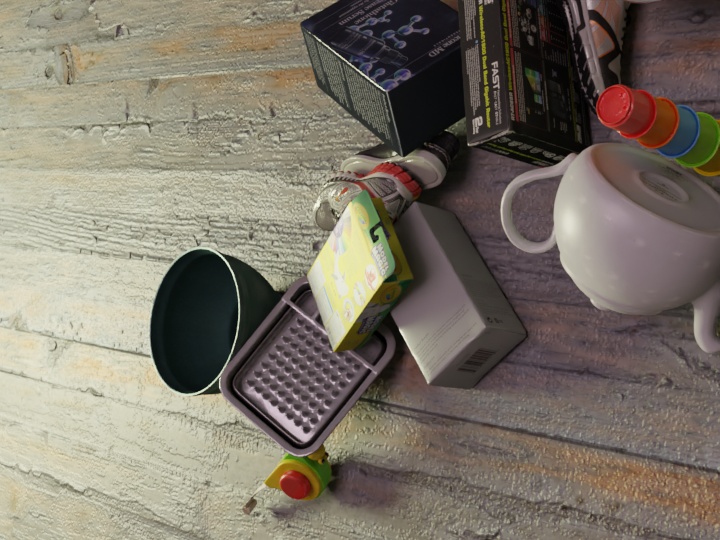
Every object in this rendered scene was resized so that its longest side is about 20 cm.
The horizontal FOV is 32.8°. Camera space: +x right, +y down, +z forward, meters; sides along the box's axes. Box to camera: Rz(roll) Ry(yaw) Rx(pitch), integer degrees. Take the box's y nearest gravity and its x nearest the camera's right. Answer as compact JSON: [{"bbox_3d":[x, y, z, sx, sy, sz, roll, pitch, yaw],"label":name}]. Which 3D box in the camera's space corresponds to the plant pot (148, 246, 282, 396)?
[{"bbox_3d":[-0.179,0.077,1.687,0.199,0.134,0.202,-12,73,44],"label":"plant pot"}]

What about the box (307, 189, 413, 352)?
[{"bbox_3d":[0.000,0.000,1.468,0.118,0.048,0.200,69,152,23],"label":"box"}]

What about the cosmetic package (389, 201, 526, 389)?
[{"bbox_3d":[0.096,0.029,1.459,0.113,0.081,0.201,-46,51,29],"label":"cosmetic package"}]

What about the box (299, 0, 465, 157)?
[{"bbox_3d":[0.045,-0.258,1.501,0.148,0.107,0.200,-33,48,-15],"label":"box"}]

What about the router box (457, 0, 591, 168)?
[{"bbox_3d":[0.183,-0.223,1.371,0.062,0.149,0.202,-17,70,44],"label":"router box"}]

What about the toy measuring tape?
[{"bbox_3d":[-0.090,0.285,1.614,0.200,0.073,0.074,-52,49,42],"label":"toy measuring tape"}]

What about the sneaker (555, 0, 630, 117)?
[{"bbox_3d":[0.269,-0.265,1.351,0.079,0.074,0.202,-12,86,-3],"label":"sneaker"}]

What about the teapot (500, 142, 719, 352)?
[{"bbox_3d":[0.267,-0.026,1.230,0.147,0.196,0.200,-65,33,30],"label":"teapot"}]

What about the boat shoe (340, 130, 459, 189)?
[{"bbox_3d":[0.049,-0.139,1.551,0.060,0.074,0.200,-52,22,-25],"label":"boat shoe"}]

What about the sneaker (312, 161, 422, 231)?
[{"bbox_3d":[-0.009,-0.080,1.553,0.082,0.078,0.200,-56,19,-25],"label":"sneaker"}]

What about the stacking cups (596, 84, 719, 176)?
[{"bbox_3d":[0.297,-0.138,1.203,0.060,0.199,0.061,-9,77,45],"label":"stacking cups"}]

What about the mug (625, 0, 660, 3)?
[{"bbox_3d":[0.293,-0.363,1.286,0.133,0.177,0.200,-41,25,19],"label":"mug"}]

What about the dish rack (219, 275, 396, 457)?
[{"bbox_3d":[-0.065,0.124,1.564,0.171,0.044,0.200,36,82,23],"label":"dish rack"}]
